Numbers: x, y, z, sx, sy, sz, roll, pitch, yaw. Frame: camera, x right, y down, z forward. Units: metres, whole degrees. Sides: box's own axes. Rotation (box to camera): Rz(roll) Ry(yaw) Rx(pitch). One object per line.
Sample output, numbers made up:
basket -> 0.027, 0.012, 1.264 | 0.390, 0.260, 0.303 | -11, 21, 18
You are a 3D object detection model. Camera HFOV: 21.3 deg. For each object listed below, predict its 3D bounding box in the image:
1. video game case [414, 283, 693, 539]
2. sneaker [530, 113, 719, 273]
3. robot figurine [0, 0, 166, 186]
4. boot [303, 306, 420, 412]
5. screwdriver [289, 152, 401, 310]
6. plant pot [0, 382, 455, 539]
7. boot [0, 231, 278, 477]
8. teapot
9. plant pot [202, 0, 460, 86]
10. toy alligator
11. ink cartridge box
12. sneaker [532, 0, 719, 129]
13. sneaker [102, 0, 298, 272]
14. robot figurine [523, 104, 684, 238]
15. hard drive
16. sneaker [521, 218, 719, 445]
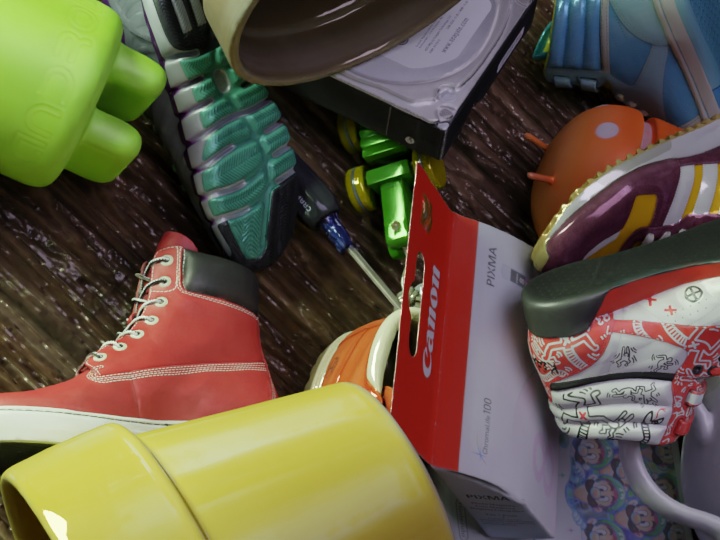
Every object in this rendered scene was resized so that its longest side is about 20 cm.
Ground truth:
video game case -> 0.124, 0.109, 1.230 | 0.182, 0.024, 0.200 | 4, 68, -25
sneaker -> 0.198, -0.031, 1.159 | 0.200, 0.075, 0.090 | -28, 74, -23
robot figurine -> -0.217, -0.122, 1.104 | 0.200, 0.116, 0.176 | 23, 73, -16
boot -> -0.002, 0.114, 1.119 | 0.075, 0.107, 0.200 | 22, 63, -19
screwdriver -> 0.000, 0.000, 1.188 | 0.029, 0.028, 0.200 | -32, 70, -7
plant pot -> -0.059, 0.155, 0.996 | 0.189, 0.201, 0.201 | -25, 82, -18
boot -> -0.142, 0.046, 1.101 | 0.200, 0.072, 0.144 | 2, 68, -34
teapot -> 0.275, 0.097, 1.217 | 0.197, 0.200, 0.146 | -31, 79, 11
plant pot -> -0.028, -0.234, 1.112 | 0.200, 0.200, 0.174 | -20, 70, -31
toy alligator -> 0.028, -0.049, 1.234 | 0.054, 0.059, 0.200 | 29, 49, -62
ink cartridge box -> 0.074, 0.051, 1.115 | 0.057, 0.200, 0.163 | -1, 65, 15
sneaker -> 0.195, -0.132, 1.340 | 0.200, 0.130, 0.080 | 65, 31, -32
sneaker -> -0.102, -0.096, 1.186 | 0.074, 0.088, 0.200 | -26, 106, -39
robot figurine -> 0.199, -0.037, 1.266 | 0.200, 0.117, 0.144 | 24, 67, -6
hard drive -> -0.004, -0.167, 1.230 | 0.200, 0.038, 0.140 | 26, 57, 13
sneaker -> 0.199, 0.036, 1.118 | 0.201, 0.067, 0.108 | -14, 115, 1
